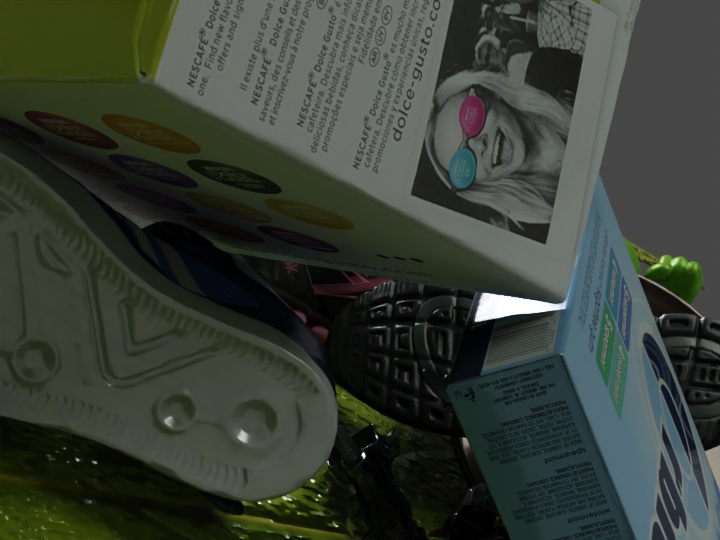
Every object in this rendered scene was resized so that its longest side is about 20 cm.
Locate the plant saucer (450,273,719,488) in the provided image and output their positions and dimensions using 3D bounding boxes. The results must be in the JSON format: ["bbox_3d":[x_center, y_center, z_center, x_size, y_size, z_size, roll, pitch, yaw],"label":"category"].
[{"bbox_3d":[0.126,0.086,0.854,0.200,0.034,0.200,14,54,-20],"label":"plant saucer"}]

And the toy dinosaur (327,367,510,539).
[{"bbox_3d":[0.057,0.106,0.668,0.136,0.102,0.200,62,-3,16],"label":"toy dinosaur"}]

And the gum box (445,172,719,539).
[{"bbox_3d":[0.099,0.083,0.643,0.170,0.045,0.200,-65,135,-63],"label":"gum box"}]

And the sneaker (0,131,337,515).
[{"bbox_3d":[-0.099,0.009,0.592,0.200,0.081,0.146,30,1,-10],"label":"sneaker"}]

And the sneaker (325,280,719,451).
[{"bbox_3d":[0.082,0.058,0.783,0.200,0.076,0.091,11,-22,5],"label":"sneaker"}]

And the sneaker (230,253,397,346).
[{"bbox_3d":[0.000,0.000,0.838,0.200,0.095,0.079,28,16,-48],"label":"sneaker"}]

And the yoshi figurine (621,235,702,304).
[{"bbox_3d":[0.160,0.047,0.952,0.200,0.112,0.112,41,18,11],"label":"yoshi figurine"}]

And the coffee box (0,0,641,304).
[{"bbox_3d":[-0.037,-0.120,0.579,0.200,0.200,0.198,8,-12,44],"label":"coffee box"}]
